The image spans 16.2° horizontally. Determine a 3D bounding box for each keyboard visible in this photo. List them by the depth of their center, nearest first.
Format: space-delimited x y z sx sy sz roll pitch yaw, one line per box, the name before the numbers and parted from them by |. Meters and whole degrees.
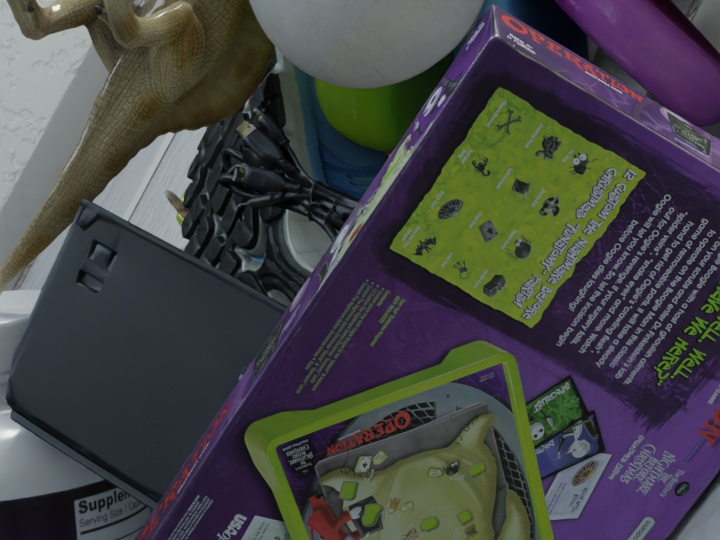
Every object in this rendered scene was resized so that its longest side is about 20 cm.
keyboard | -0.015 0.030 0.782 0.021 0.199 0.128 14 -78 -63

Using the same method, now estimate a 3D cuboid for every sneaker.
sneaker | 0.000 0.000 0.876 0.078 0.090 0.201 -54 41 37

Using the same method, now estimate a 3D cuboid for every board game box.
board game box | 0.030 0.042 0.674 0.200 0.120 0.032 -55 10 22

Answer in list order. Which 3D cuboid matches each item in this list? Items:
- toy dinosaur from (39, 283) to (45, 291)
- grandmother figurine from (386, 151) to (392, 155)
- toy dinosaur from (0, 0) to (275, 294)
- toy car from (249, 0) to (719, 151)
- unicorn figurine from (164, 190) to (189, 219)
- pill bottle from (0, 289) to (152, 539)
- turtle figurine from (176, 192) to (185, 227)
toy dinosaur | -0.091 0.082 0.976 0.086 0.135 0.201 -43 -18 -54
grandmother figurine | -0.014 -0.034 0.977 0.121 0.060 0.201 -40 59 42
toy dinosaur | -0.066 -0.074 0.824 0.058 0.101 0.200 32 82 37
toy car | 0.072 -0.110 0.822 0.200 0.150 0.175 -55 -21 9
unicorn figurine | -0.027 0.085 0.895 0.200 0.074 0.138 54 128 49
pill bottle | -0.125 0.112 0.882 0.112 0.112 0.201 -140 44 -79
turtle figurine | -0.035 0.001 1.179 0.162 0.064 0.200 -66 -18 10
